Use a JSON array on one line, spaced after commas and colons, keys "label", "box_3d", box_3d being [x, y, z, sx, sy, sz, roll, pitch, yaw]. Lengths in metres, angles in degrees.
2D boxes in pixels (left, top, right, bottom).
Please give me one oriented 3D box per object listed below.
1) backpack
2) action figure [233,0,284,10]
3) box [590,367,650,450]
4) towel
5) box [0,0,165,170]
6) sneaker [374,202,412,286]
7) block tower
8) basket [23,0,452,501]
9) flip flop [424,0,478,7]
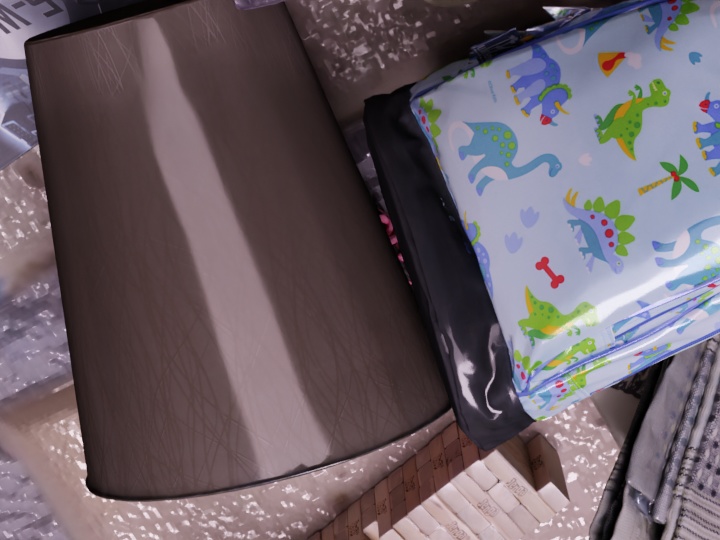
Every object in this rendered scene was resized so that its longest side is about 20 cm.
[{"label": "backpack", "box_3d": [0.112, -0.038, 0.775, 0.198, 0.154, 0.164, -17, 76, -1]}, {"label": "action figure", "box_3d": [-0.082, -0.187, 0.793, 0.069, 0.200, 0.131, -31, 134, -5]}, {"label": "box", "box_3d": [0.121, -0.006, 0.942, 0.082, 0.069, 0.201, -29, 113, 11]}, {"label": "towel", "box_3d": [0.212, 0.086, 0.929, 0.199, 0.034, 0.194, 28, 78, -31]}, {"label": "box", "box_3d": [-0.204, -0.124, 0.894, 0.199, 0.044, 0.161, -32, 111, 12]}, {"label": "sneaker", "box_3d": [0.000, 0.000, 0.946, 0.198, 0.079, 0.096, 14, 102, -9]}, {"label": "block tower", "box_3d": [0.017, 0.152, 1.020, 0.200, 0.054, 0.058, -39, 111, 14]}, {"label": "basket", "box_3d": [-0.065, -0.020, 0.838, 0.179, 0.136, 0.202, -11, 103, 17]}, {"label": "flip flop", "box_3d": [0.117, -0.143, 0.780, 0.198, 0.058, 0.081, -18, 150, 2]}]
